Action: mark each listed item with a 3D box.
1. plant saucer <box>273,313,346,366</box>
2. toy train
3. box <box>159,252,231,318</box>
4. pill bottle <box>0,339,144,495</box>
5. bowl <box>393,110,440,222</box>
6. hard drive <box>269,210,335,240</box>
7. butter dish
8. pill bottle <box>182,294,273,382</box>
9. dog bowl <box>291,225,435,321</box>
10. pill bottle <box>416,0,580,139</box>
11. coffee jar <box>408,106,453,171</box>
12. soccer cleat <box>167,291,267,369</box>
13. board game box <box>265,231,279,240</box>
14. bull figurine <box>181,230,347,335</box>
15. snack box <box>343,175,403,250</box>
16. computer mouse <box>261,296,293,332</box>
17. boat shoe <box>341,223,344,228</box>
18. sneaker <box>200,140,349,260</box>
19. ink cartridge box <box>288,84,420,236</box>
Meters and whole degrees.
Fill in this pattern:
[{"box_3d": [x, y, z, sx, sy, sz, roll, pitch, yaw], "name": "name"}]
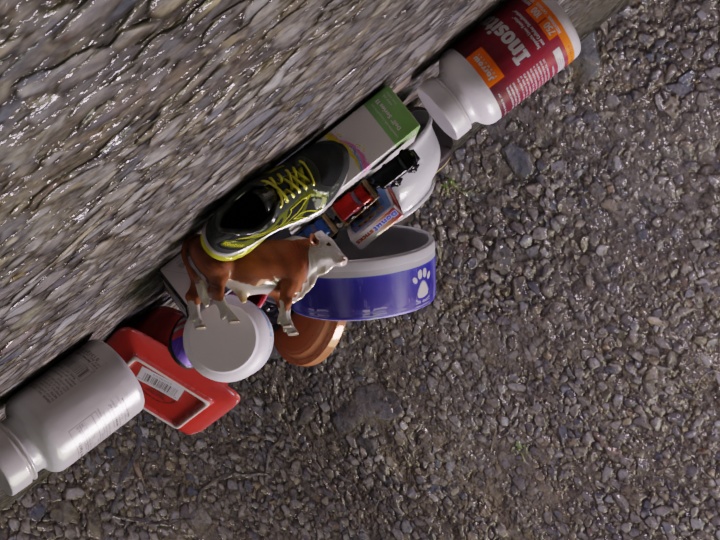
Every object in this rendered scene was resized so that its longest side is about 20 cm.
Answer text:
[{"box_3d": [-0.089, 0.048, 1.861, 0.032, 0.201, 0.200, 8, 146, -37], "name": "plant saucer"}, {"box_3d": [-0.009, -0.080, 1.456, 0.200, 0.034, 0.046, -39, 176, 17], "name": "toy train"}, {"box_3d": [-0.193, 0.001, 1.541, 0.116, 0.060, 0.200, -38, 179, -11], "name": "box"}, {"box_3d": [-0.382, 0.187, 1.504, 0.200, 0.115, 0.114, -38, 179, -29], "name": "pill bottle"}, {"box_3d": [0.040, -0.126, 1.666, 0.200, 0.091, 0.201, -34, -162, 13], "name": "bowl"}, {"box_3d": [-0.090, -0.047, 1.725, 0.132, 0.027, 0.200, -41, 176, 22], "name": "hard drive"}, {"box_3d": [-0.268, 0.122, 1.744, 0.199, 0.199, 0.148, -38, -157, 52], "name": "butter dish"}, {"box_3d": [-0.166, 0.086, 1.507, 0.109, 0.109, 0.200, -38, 178, -4], "name": "pill bottle"}, {"box_3d": [0.000, 0.000, 1.562, 0.198, 0.079, 0.200, -4, -165, 1], "name": "dog bowl"}, {"box_3d": [0.176, -0.263, 1.541, 0.200, 0.113, 0.113, -39, 179, -2], "name": "pill bottle"}, {"box_3d": [0.077, -0.181, 1.852, 0.085, 0.104, 0.200, -41, 179, -13], "name": "coffee jar"}, {"box_3d": [-0.195, 0.066, 1.664, 0.073, 0.068, 0.200, -31, -172, 37], "name": "soccer cleat"}, {"box_3d": [-0.147, -0.041, 1.783, 0.199, 0.041, 0.200, -38, 178, -37], "name": "board game box"}, {"box_3d": [-0.113, 0.009, 1.398, 0.199, 0.122, 0.065, 4, 164, -18], "name": "bull figurine"}, {"box_3d": [-0.001, -0.108, 1.542, 0.072, 0.024, 0.200, -38, -145, 13], "name": "snack box"}, {"box_3d": [-0.157, 0.049, 1.838, 0.200, 0.138, 0.053, -42, -139, 28], "name": "computer mouse"}, {"box_3d": [0.007, -0.063, 1.742, 0.065, 0.071, 0.201, 87, 13, -55], "name": "boat shoe"}, {"box_3d": [-0.088, -0.080, 1.338, 0.200, 0.075, 0.085, -39, 178, -14], "name": "sneaker"}, {"box_3d": [-0.027, -0.131, 1.461, 0.200, 0.067, 0.117, -39, 179, -3], "name": "ink cartridge box"}]
